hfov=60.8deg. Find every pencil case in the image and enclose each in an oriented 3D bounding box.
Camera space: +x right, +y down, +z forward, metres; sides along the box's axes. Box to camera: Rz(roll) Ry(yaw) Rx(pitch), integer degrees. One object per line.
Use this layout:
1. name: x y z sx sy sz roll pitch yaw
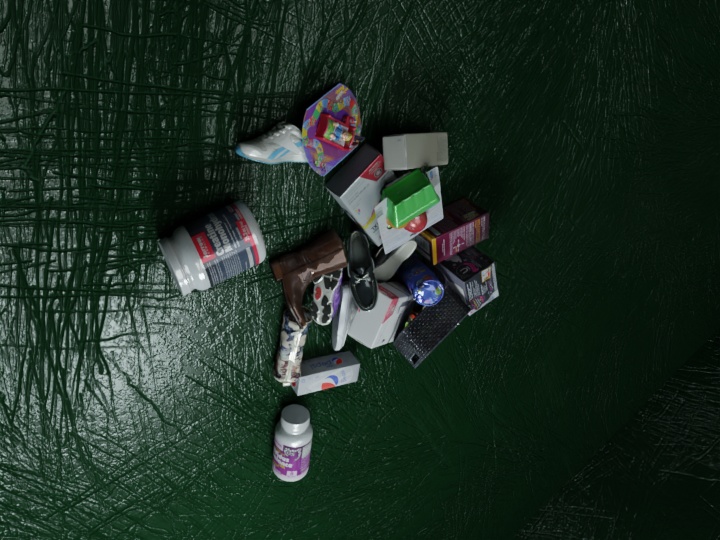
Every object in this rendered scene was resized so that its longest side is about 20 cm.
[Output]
1. pencil case: -0.178 0.196 1.591 0.076 0.090 0.205 11 115 -6
2. pencil case: 0.154 0.026 1.653 0.085 0.200 0.079 -26 117 -4

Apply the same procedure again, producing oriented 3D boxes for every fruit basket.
1. fruit basket: 0.119 -0.145 1.495 0.183 0.095 0.201 -32 153 -7

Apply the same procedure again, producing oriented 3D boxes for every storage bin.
1. storage bin: 0.192 0.153 1.660 0.199 0.094 0.136 -42 169 -23

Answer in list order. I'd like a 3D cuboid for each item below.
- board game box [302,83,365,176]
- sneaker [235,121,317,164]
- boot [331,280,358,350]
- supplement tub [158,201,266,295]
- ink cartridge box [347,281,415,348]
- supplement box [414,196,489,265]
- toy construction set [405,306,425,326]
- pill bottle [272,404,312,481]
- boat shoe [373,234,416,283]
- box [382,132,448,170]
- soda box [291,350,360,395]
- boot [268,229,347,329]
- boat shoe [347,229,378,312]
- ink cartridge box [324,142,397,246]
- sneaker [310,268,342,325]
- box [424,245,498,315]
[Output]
1. board game box: -0.049 -0.310 1.356 0.200 0.038 0.161 -47 137 -33
2. sneaker: -0.178 -0.276 1.316 0.196 0.076 0.083 -13 118 -38
3. boot: -0.020 0.126 1.661 0.093 0.074 0.205 2 116 -18
4. supplement tub: -0.313 -0.047 1.308 0.197 0.140 0.143 -27 130 -19
5. ink cartridge box: 0.064 0.114 1.633 0.199 0.084 0.149 -5 121 -66
6. supplement box: 0.246 -0.111 1.690 0.196 0.110 0.087 -25 130 -20
7. toy construction set: 0.164 0.124 1.790 0.196 0.094 0.131 18 131 -33
8. pill bottle: -0.193 0.488 1.745 0.110 0.112 0.205 -9 122 -30
9. boat shoe: 0.068 -0.032 1.643 0.073 0.061 0.201 14 128 -40
10. box: 0.136 -0.288 1.476 0.198 0.067 0.085 -16 105 -51
11. soda box: -0.101 0.285 1.717 0.196 0.068 0.065 -8 122 -33
12. boot: -0.102 0.020 1.503 0.196 0.064 0.191 -25 99 -14
13. boat shoe: 0.000 0.000 1.522 0.074 0.205 0.060 -14 165 3
14. ink cartridge box: 0.029 -0.183 1.509 0.146 0.083 0.200 -46 133 -3
15. sneaker: -0.082 0.037 1.587 0.083 0.079 0.205 -28 133 -68
16. box: 0.279 0.007 1.725 0.113 0.200 0.134 -29 131 -14
